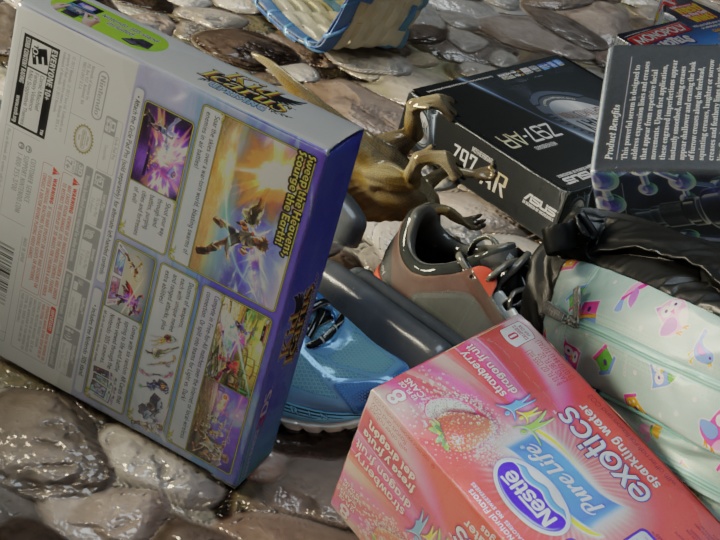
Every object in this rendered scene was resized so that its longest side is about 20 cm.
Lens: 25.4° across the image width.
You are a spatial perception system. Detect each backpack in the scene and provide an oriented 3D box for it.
[{"bbox_3d":[0.186,0.051,0.791,0.165,0.128,0.200,2,16,-26],"label":"backpack"}]

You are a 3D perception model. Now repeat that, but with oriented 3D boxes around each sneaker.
[{"bbox_3d":[0.084,0.029,0.952,0.199,0.083,0.077,35,35,28],"label":"sneaker"},{"bbox_3d":[-0.057,0.017,0.895,0.199,0.091,0.078,31,33,15],"label":"sneaker"}]

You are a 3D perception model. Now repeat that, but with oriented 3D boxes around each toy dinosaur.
[{"bbox_3d":[0.018,-0.066,1.001,0.200,0.100,0.059,46,38,-31],"label":"toy dinosaur"}]

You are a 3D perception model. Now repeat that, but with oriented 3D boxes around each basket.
[{"bbox_3d":[-0.047,-0.265,1.304,0.199,0.140,0.176,1,34,-42],"label":"basket"}]

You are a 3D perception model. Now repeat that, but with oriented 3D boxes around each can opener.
[{"bbox_3d":[0.000,0.000,0.960,0.053,0.067,0.200,12,17,-48],"label":"can opener"}]

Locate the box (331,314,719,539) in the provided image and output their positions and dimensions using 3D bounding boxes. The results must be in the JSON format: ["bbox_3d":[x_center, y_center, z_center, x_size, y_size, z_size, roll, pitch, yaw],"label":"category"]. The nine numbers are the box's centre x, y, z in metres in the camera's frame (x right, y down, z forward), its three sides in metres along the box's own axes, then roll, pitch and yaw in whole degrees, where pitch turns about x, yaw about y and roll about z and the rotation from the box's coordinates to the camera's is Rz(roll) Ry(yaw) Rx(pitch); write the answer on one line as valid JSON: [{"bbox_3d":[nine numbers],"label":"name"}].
[{"bbox_3d":[0.089,0.133,0.733,0.102,0.095,0.200,-24,58,-35],"label":"box"}]

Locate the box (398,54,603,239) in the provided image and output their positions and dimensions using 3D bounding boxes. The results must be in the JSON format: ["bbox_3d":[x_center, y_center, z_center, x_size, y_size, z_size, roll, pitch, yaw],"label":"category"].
[{"bbox_3d":[0.149,-0.098,1.226,0.160,0.044,0.199,37,36,31],"label":"box"}]

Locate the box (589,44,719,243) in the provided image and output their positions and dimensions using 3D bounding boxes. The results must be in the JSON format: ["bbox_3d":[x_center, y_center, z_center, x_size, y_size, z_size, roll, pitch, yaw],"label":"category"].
[{"bbox_3d":[0.255,-0.055,1.009,0.198,0.149,0.108,2,54,19],"label":"box"}]

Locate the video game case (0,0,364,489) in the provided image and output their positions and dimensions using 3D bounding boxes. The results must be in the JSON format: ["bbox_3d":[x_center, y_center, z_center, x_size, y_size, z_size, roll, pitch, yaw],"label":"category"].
[{"bbox_3d":[-0.107,-0.016,0.817,0.180,0.202,0.045,27,30,17],"label":"video game case"}]

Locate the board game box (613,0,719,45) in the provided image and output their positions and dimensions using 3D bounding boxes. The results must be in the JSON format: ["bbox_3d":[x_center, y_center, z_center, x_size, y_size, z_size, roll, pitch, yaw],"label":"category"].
[{"bbox_3d":[0.309,-0.173,1.407,0.199,0.062,0.199,36,36,31],"label":"board game box"}]
